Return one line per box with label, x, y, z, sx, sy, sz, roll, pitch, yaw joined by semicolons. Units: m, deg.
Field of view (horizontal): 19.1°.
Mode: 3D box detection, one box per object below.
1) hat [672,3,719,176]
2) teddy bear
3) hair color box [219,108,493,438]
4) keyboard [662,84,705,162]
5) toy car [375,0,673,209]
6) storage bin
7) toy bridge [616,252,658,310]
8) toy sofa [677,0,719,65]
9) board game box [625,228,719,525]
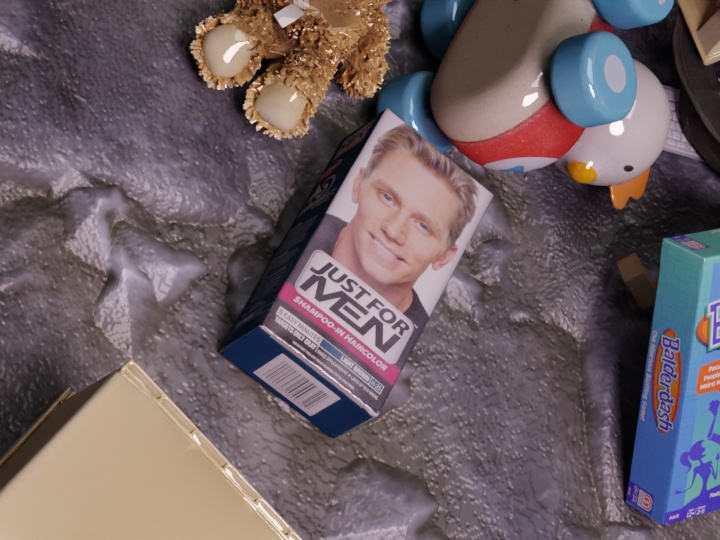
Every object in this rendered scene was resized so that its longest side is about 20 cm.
hat;0.293;-0.115;1.620;0.201;0.081;0.201;20;50;-26
teddy bear;-0.035;-0.178;1.468;0.145;0.067;0.200;25;66;-11
hair color box;0.000;0.000;1.412;0.100;0.061;0.200;38;55;-14
keyboard;0.210;-0.123;1.624;0.200;0.011;0.056;14;64;-27
toy car;0.152;-0.108;1.498;0.200;0.184;0.177;47;51;-32
storage bin;-0.145;0.191;1.224;0.199;0.094;0.200;48;54;-8
toy bridge;0.282;-0.022;1.540;0.067;0.200;0.027;53;14;-35
toy sofa;0.258;-0.233;1.485;0.200;0.098;0.083;51;18;-63
board game box;0.265;0.066;1.491;0.152;0.045;0.200;-11;116;-34
